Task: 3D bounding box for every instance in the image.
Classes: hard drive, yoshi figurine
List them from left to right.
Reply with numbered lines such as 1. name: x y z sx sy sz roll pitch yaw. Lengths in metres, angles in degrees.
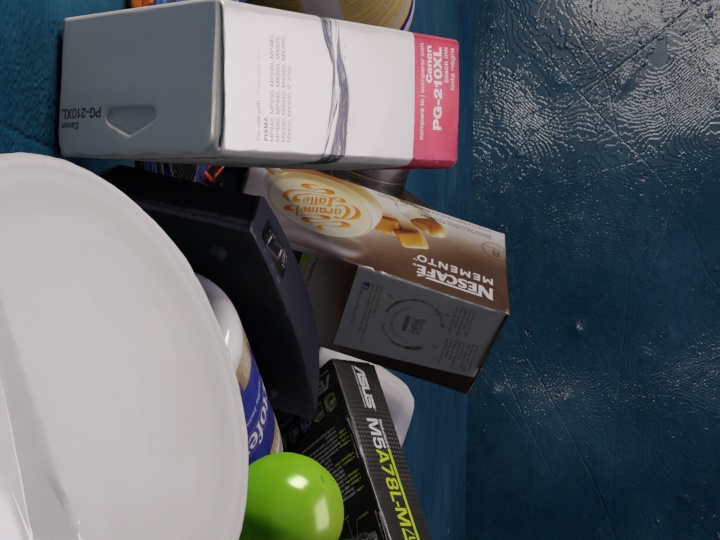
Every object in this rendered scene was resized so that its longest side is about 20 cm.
1. yoshi figurine: -0.088 0.133 0.668 0.112 0.200 0.112 -55 146 -51
2. hard drive: -0.093 0.015 0.807 0.200 0.135 0.042 76 34 -51

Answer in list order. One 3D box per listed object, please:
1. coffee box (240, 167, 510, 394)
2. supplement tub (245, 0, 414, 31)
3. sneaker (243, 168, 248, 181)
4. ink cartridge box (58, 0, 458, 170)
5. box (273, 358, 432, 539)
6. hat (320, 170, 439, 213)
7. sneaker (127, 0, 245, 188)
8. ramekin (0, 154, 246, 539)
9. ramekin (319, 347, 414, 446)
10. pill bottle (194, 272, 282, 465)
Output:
1. coffee box: 0.000 0.000 0.913 0.114 0.200 0.080 -81 -169 -57
2. supplement tub: -0.038 -0.261 1.029 0.200 0.145 0.146 65 29 -67
3. sneaker: -0.050 -0.087 1.168 0.200 0.077 0.078 -72 159 -59
4. ink cartridge box: -0.058 -0.105 0.758 0.200 0.145 0.084 -2 94 -48
5. box: -0.037 0.194 0.882 0.047 0.200 0.193 10 48 -41
6. hat: -0.005 -0.111 1.049 0.081 0.200 0.201 -60 176 16
7. sneaker: -0.108 -0.113 0.868 0.075 0.078 0.200 -64 154 -62
8. ramekin: -0.141 0.061 0.514 0.202 0.094 0.203 44 36 -44
9. ramekin: -0.028 0.160 1.077 0.202 0.094 0.203 -155 -90 -88
10. pill bottle: -0.112 0.099 0.791 0.200 0.116 0.116 78 18 -52
